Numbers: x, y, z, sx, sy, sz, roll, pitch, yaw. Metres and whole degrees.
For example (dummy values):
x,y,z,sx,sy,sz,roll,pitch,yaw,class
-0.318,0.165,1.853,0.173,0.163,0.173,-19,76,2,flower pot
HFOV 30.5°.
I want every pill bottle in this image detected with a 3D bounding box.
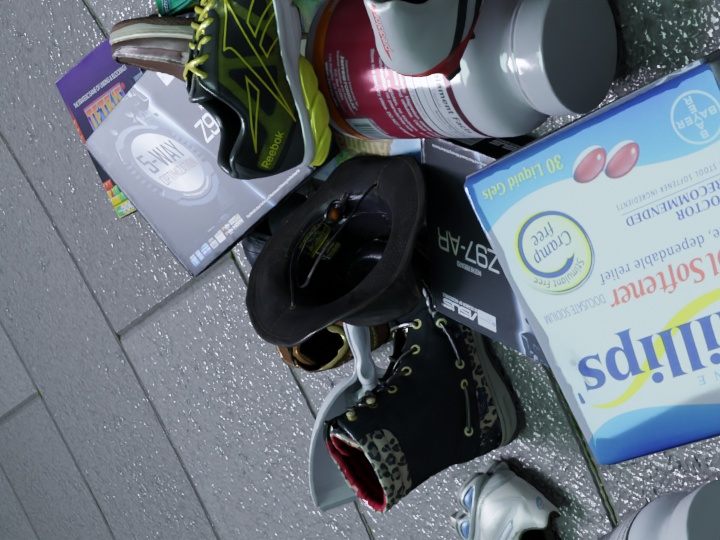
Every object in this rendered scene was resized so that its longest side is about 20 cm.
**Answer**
x,y,z,sx,sy,sz,roll,pitch,yaw,class
0.226,0.230,0.956,0.117,0.116,0.200,53,146,14,pill bottle
0.067,-0.146,0.889,0.199,0.113,0.113,4,118,44,pill bottle

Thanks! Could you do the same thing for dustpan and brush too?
x,y,z,sx,sy,sz,roll,pitch,yaw,class
0.007,0.112,1.158,0.057,0.139,0.201,-145,40,-72,dustpan and brush

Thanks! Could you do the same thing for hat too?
x,y,z,sx,sy,sz,roll,pitch,yaw,class
0.000,0.000,1.046,0.081,0.201,0.200,41,158,-29,hat

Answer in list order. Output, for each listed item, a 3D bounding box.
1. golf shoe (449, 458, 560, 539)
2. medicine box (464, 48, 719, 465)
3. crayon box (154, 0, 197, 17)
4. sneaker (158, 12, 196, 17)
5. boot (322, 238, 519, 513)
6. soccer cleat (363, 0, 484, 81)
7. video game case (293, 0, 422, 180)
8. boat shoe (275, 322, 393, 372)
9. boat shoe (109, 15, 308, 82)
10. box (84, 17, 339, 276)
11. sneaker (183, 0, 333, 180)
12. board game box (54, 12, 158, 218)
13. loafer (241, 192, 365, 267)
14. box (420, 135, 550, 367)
x,y,z,sx,sy,sz,roll,pitch,yaw,class
0.133,0.266,1.157,0.097,0.078,0.201,23,133,37,golf shoe
0.192,-0.010,0.787,0.182,0.103,0.201,-25,92,40,medicine box
-0.125,-0.309,1.022,0.058,0.118,0.201,-11,98,56,crayon box
-0.119,-0.163,1.191,0.090,0.066,0.201,-6,107,58,sneaker
0.030,0.082,1.083,0.073,0.153,0.204,-28,90,58,boot
0.061,-0.209,0.792,0.068,0.201,0.085,17,161,32,soccer cleat
-0.011,-0.151,1.090,0.200,0.022,0.183,19,129,47,video game case
-0.041,0.060,1.248,0.200,0.068,0.072,-26,92,58,boat shoe
-0.099,-0.149,1.022,0.075,0.201,0.075,19,-102,-82,boat shoe
-0.133,-0.108,1.151,0.160,0.044,0.200,51,132,-2,box
-0.085,-0.154,0.891,0.074,0.084,0.201,1,115,66,sneaker
-0.228,-0.154,1.362,0.200,0.057,0.166,-17,100,57,board game box
-0.056,-0.035,1.197,0.200,0.068,0.071,-2,120,59,loafer
0.131,-0.013,0.972,0.200,0.043,0.161,27,133,42,box
